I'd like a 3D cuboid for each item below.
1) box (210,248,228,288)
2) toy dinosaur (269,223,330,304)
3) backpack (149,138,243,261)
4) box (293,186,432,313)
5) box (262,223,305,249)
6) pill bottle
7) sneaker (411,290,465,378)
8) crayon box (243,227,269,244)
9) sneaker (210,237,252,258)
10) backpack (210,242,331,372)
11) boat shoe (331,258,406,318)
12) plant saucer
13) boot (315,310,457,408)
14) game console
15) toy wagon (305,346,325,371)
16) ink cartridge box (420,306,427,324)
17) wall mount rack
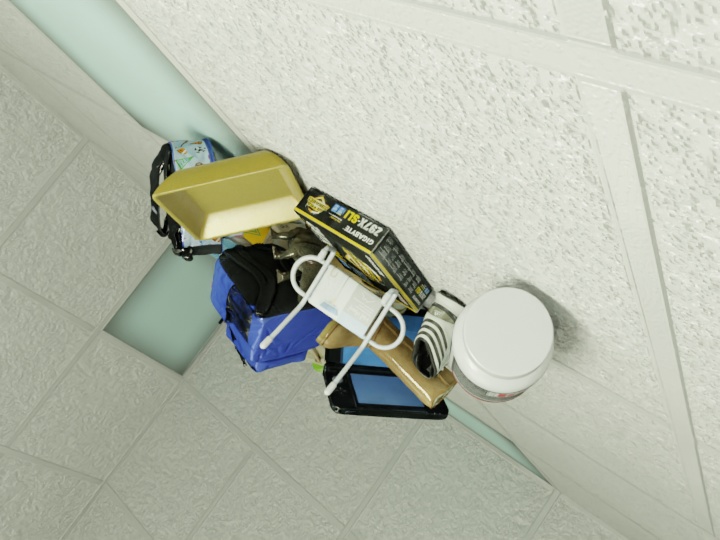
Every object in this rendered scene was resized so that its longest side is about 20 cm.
[{"bbox_3d":[-0.203,0.053,1.442,0.199,0.039,0.137,37,152,1],"label":"box"},{"bbox_3d":[-0.088,-0.028,1.158,0.200,0.101,0.078,-109,11,-56],"label":"toy dinosaur"},{"bbox_3d":[-0.283,-0.133,1.261,0.200,0.153,0.192,31,133,59],"label":"backpack"},{"bbox_3d":[0.007,-0.029,1.082,0.159,0.049,0.200,33,171,34],"label":"box"},{"bbox_3d":[-0.101,0.012,1.325,0.077,0.095,0.200,0,-139,-47],"label":"box"},{"bbox_3d":[0.163,0.089,0.851,0.115,0.116,0.200,35,171,13],"label":"pill bottle"},{"bbox_3d":[0.133,0.122,1.138,0.075,0.116,0.201,29,169,36],"label":"sneaker"},{"bbox_3d":[-0.228,-0.104,1.495,0.200,0.052,0.126,39,-172,-14],"label":"crayon box"},{"bbox_3d":[-0.220,-0.023,1.501,0.200,0.077,0.081,39,-152,8],"label":"sneaker"},{"bbox_3d":[-0.167,0.057,1.220,0.162,0.169,0.200,-6,-139,-40],"label":"backpack"},{"bbox_3d":[0.000,0.000,1.238,0.199,0.072,0.076,29,153,10],"label":"boat shoe"},{"bbox_3d":[-0.185,-0.116,1.094,0.200,0.198,0.049,66,-167,-72],"label":"plant saucer"},{"bbox_3d":[0.047,0.136,1.139,0.200,0.066,0.175,44,-147,14],"label":"boot"},{"bbox_3d":[0.045,0.149,1.207,0.198,0.117,0.176,6,-157,-13],"label":"game console"},{"bbox_3d":[-0.143,0.122,1.394,0.199,0.040,0.156,15,148,29],"label":"toy wagon"},{"bbox_3d":[0.042,0.118,1.379,0.147,0.145,0.200,35,171,1],"label":"ink cartridge box"},{"bbox_3d":[-0.042,0.069,1.046,0.199,0.175,0.075,33,-174,13],"label":"wall mount rack"}]
